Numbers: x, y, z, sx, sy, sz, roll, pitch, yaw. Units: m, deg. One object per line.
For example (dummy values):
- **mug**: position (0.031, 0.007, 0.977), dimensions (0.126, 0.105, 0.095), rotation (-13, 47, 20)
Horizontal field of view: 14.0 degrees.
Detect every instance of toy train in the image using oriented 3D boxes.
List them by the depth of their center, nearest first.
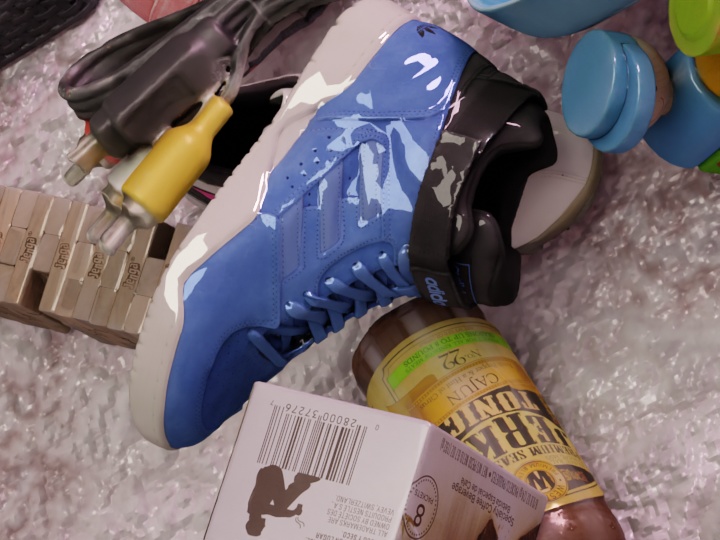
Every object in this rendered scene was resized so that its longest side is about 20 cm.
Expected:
- **toy train**: position (0.167, -0.097, 1.082), dimensions (0.200, 0.116, 0.085), rotation (-44, 49, 52)

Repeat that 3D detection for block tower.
- **block tower**: position (-0.130, -0.001, 1.317), dimensions (0.200, 0.054, 0.058), rotation (10, 77, 34)

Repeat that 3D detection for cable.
- **cable**: position (-0.050, -0.094, 1.212), dimensions (0.200, 0.050, 0.097), rotation (-39, 36, 2)

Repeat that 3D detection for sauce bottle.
- **sauce bottle**: position (0.064, 0.094, 1.146), dimensions (0.065, 0.065, 0.200), rotation (-43, 52, 12)

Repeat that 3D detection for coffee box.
- **coffee box**: position (-0.013, 0.155, 1.056), dimensions (0.080, 0.113, 0.200), rotation (12, 78, 30)

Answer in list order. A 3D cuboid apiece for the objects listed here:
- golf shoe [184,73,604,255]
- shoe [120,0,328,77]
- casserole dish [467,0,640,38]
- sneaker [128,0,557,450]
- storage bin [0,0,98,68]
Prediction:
- **golf shoe**: position (0.003, -0.044, 1.227), dimensions (0.200, 0.092, 0.073), rotation (-1, 70, 30)
- **shoe**: position (-0.025, -0.177, 1.313), dimensions (0.091, 0.071, 0.200), rotation (42, 84, 13)
- **casserole dish**: position (0.122, -0.155, 1.122), dimensions (0.200, 0.039, 0.121), rotation (-30, 32, 30)
- **sneaker**: position (0.000, 0.000, 1.146), dimensions (0.111, 0.077, 0.200), rotation (30, 81, 21)
- **storage bin**: position (-0.217, -0.196, 1.420), dimensions (0.135, 0.094, 0.200), rotation (-29, 59, 21)
